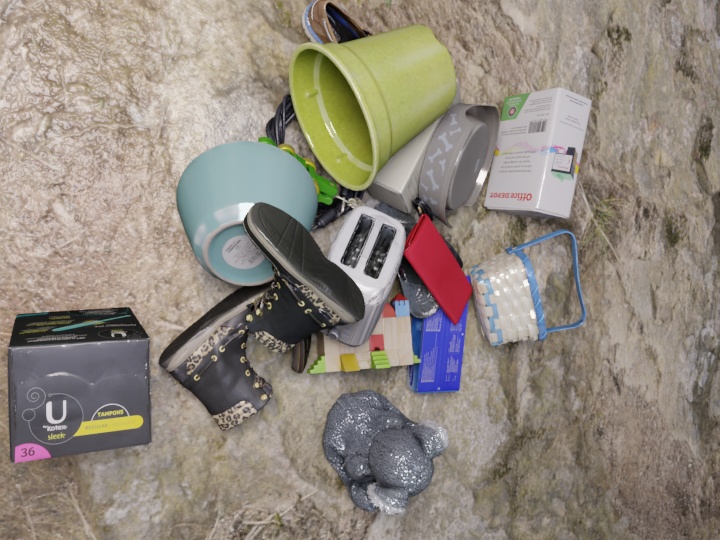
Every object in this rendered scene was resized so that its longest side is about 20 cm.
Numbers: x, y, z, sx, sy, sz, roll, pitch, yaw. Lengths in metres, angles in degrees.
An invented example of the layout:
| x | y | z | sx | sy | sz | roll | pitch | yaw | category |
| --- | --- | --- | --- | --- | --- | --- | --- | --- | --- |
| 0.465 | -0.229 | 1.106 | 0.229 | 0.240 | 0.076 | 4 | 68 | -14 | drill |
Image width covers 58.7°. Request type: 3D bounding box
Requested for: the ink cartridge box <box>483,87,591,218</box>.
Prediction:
| x | y | z | sx | sy | sz | roll | pitch | yaw | category |
| --- | --- | --- | --- | --- | --- | --- | --- | --- | --- |
| 0.306 | -0.199 | 1.118 | 0.082 | 0.144 | 0.206 | 10 | 92 | -27 | ink cartridge box |

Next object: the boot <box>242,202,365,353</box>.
| x | y | z | sx | sy | sz | roll | pitch | yaw | category |
| --- | --- | --- | --- | --- | --- | --- | --- | --- | --- |
| -0.107 | 0.022 | 0.816 | 0.203 | 0.152 | 0.075 | 44 | 35 | -27 | boot |

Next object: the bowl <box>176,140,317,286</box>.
| x | y | z | sx | sy | sz | roll | pitch | yaw | category |
| --- | --- | --- | --- | --- | --- | --- | --- | --- | --- |
| -0.150 | -0.057 | 0.857 | 0.194 | 0.107 | 0.204 | -6 | 135 | -5 | bowl |

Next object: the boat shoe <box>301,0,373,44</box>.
| x | y | z | sx | sy | sz | roll | pitch | yaw | category |
| --- | --- | --- | --- | --- | --- | --- | --- | --- | --- |
| -0.005 | -0.327 | 0.977 | 0.198 | 0.072 | 0.073 | 36 | 80 | -27 | boat shoe |

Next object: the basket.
| x | y | z | sx | sy | sz | roll | pitch | yaw | category |
| --- | --- | --- | --- | --- | --- | --- | --- | --- | --- |
| 0.297 | 0.034 | 1.136 | 0.194 | 0.139 | 0.182 | -13 | 104 | 2 | basket |

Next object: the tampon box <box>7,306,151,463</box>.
| x | y | z | sx | sy | sz | roll | pitch | yaw | category |
| --- | --- | --- | --- | --- | --- | --- | --- | --- | --- |
| -0.344 | 0.129 | 0.782 | 0.146 | 0.199 | 0.131 | -2 | 97 | -26 | tampon box |

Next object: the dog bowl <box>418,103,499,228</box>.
| x | y | z | sx | sy | sz | roll | pitch | yaw | category |
| --- | --- | --- | --- | --- | --- | --- | --- | --- | --- |
| 0.158 | -0.174 | 1.037 | 0.201 | 0.058 | 0.203 | -50 | 154 | -35 | dog bowl |

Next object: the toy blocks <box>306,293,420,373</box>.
| x | y | z | sx | sy | sz | roll | pitch | yaw | category |
| --- | --- | --- | --- | --- | --- | --- | --- | --- | --- |
| 0.005 | 0.086 | 1.032 | 0.194 | 0.100 | 0.141 | -2 | 85 | -18 | toy blocks |

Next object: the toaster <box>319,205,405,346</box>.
| x | y | z | sx | sy | sz | roll | pitch | yaw | category |
| --- | --- | --- | --- | --- | --- | --- | --- | --- | --- |
| 0.000 | 0.000 | 0.947 | 0.111 | 0.130 | 0.203 | 25 | 54 | 1 | toaster |

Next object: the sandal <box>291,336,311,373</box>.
| x | y | z | sx | sy | sz | roll | pitch | yaw | category |
| --- | --- | --- | --- | --- | --- | --- | --- | --- | --- |
| -0.101 | 0.057 | 0.985 | 0.053 | 0.082 | 0.206 | 6 | 106 | 7 | sandal |

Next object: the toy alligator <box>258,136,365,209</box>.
| x | y | z | sx | sy | sz | roll | pitch | yaw | category |
| --- | --- | --- | --- | --- | --- | --- | --- | --- | --- |
| -0.078 | -0.121 | 0.925 | 0.198 | 0.060 | 0.054 | 31 | 122 | -34 | toy alligator |

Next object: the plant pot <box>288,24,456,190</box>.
| x | y | z | sx | sy | sz | roll | pitch | yaw | category |
| --- | --- | --- | --- | --- | --- | --- | --- | --- | --- |
| 0.028 | -0.245 | 0.889 | 0.182 | 0.199 | 0.205 | -31 | 109 | -23 | plant pot |

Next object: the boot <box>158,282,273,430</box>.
| x | y | z | sx | sy | sz | roll | pitch | yaw | category |
| --- | --- | --- | --- | --- | --- | --- | --- | --- | --- |
| -0.176 | 0.124 | 0.942 | 0.198 | 0.073 | 0.153 | -38 | 111 | -15 | boot |

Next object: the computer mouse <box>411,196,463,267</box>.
| x | y | z | sx | sy | sz | roll | pitch | yaw | category |
| --- | --- | --- | --- | --- | --- | --- | --- | --- | --- |
| 0.122 | -0.051 | 1.060 | 0.034 | 0.059 | 0.201 | -42 | 136 | -4 | computer mouse |

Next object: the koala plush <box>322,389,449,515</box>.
| x | y | z | sx | sy | sz | roll | pitch | yaw | category |
| --- | --- | --- | --- | --- | --- | --- | --- | --- | --- |
| 0.043 | 0.292 | 1.009 | 0.177 | 0.199 | 0.185 | -45 | 113 | -15 | koala plush |

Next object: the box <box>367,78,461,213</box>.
| x | y | z | sx | sy | sz | roll | pitch | yaw | category |
| --- | --- | --- | --- | --- | --- | --- | --- | --- | --- |
| 0.084 | -0.206 | 1.016 | 0.204 | 0.076 | 0.095 | -62 | 162 | -9 | box |

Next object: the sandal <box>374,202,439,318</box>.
| x | y | z | sx | sy | sz | roll | pitch | yaw | category |
| --- | --- | --- | --- | --- | --- | --- | --- | --- | --- |
| 0.080 | -0.021 | 1.050 | 0.074 | 0.048 | 0.205 | -25 | 93 | -3 | sandal |

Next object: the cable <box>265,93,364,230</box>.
| x | y | z | sx | sy | sz | roll | pitch | yaw | category |
| --- | --- | --- | --- | --- | --- | --- | --- | --- | --- |
| -0.063 | -0.174 | 0.978 | 0.161 | 0.050 | 0.205 | -29 | 108 | -22 | cable |

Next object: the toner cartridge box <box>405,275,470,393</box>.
| x | y | z | sx | sy | sz | roll | pitch | yaw | category |
| --- | --- | --- | --- | --- | --- | --- | --- | --- | --- |
| 0.136 | 0.108 | 1.124 | 0.092 | 0.043 | 0.207 | 3 | 94 | -27 | toner cartridge box |

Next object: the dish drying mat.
| x | y | z | sx | sy | sz | roll | pitch | yaw | category |
| --- | --- | --- | --- | --- | --- | --- | --- | --- | --- |
| 0.128 | 0.001 | 1.040 | 0.201 | 0.018 | 0.078 | 51 | 59 | -41 | dish drying mat |
